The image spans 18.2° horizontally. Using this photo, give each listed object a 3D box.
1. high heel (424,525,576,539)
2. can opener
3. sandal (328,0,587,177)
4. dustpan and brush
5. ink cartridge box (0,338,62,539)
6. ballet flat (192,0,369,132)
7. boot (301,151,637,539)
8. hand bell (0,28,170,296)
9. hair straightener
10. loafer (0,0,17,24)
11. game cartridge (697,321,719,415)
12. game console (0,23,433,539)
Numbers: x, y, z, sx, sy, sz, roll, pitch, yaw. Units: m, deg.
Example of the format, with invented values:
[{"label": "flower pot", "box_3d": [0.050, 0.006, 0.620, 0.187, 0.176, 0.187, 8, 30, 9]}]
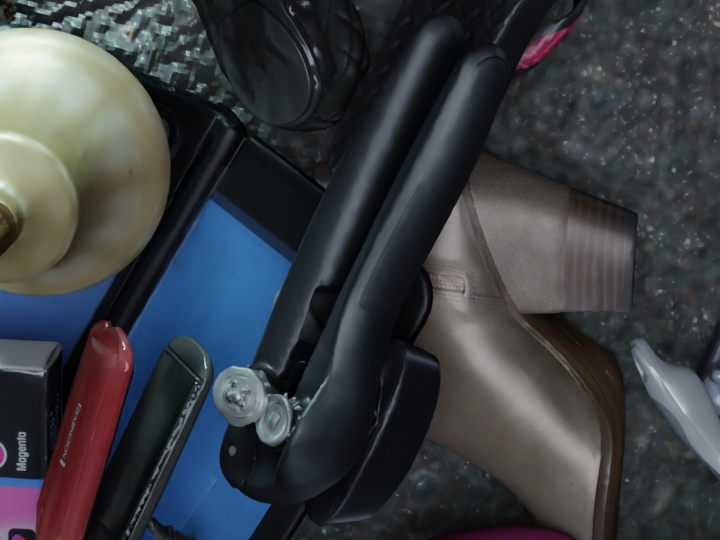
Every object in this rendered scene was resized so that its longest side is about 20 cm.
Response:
[{"label": "high heel", "box_3d": [-0.003, 0.153, 0.866, 0.199, 0.096, 0.068, -28, 82, 2]}, {"label": "can opener", "box_3d": [0.000, 0.000, 0.833, 0.063, 0.078, 0.201, 28, 107, 35]}, {"label": "sandal", "box_3d": [0.055, -0.108, 0.893, 0.075, 0.045, 0.201, 30, 90, 37]}, {"label": "dustpan and brush", "box_3d": [0.177, 0.103, 0.895, 0.057, 0.140, 0.201, -30, 91, -8]}, {"label": "ink cartridge box", "box_3d": [-0.215, 0.071, 0.873, 0.199, 0.037, 0.095, 4, 109, 5]}, {"label": "ballet flat", "box_3d": [-0.049, -0.151, 0.902, 0.066, 0.057, 0.201, -15, 95, 28]}, {"label": "boot", "box_3d": [0.037, 0.045, 0.925, 0.145, 0.070, 0.201, 4, 100, 7]}, {"label": "hand bell", "box_3d": [-0.127, -0.011, 0.755, 0.104, 0.200, 0.105, 1, 107, 2]}, {"label": "hair straightener", "box_3d": [-0.091, 0.119, 0.858, 0.077, 0.041, 0.201, 9, 102, -34]}, {"label": "loafer", "box_3d": [-0.162, -0.071, 0.909, 0.063, 0.072, 0.201, 6, 107, -15]}, {"label": "game cartridge", "box_3d": [0.235, -0.011, 0.919, 0.133, 0.040, 0.201, 24, 100, 1]}, {"label": "game console", "box_3d": [-0.103, 0.034, 0.880, 0.175, 0.116, 0.200, 21, 109, -35]}]
